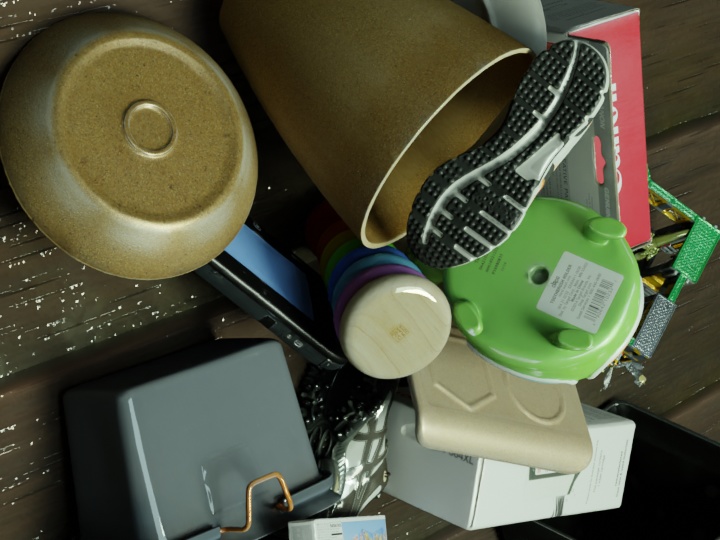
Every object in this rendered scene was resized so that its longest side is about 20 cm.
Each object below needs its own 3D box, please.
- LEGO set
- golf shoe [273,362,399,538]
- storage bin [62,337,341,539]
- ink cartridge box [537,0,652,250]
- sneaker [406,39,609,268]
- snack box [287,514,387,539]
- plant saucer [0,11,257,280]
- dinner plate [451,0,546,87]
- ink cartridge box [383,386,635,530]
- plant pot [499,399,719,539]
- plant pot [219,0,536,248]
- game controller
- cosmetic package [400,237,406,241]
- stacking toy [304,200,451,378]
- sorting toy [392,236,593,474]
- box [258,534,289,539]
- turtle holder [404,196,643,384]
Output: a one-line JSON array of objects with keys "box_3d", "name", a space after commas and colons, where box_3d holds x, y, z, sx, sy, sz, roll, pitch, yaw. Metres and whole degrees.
[{"box_3d": [0.233, 0.000, 1.753, 0.153, 0.116, 0.201, 26, 74, -14], "name": "LEGO set"}, {"box_3d": [-0.010, 0.136, 1.549, 0.094, 0.078, 0.200, 38, 78, -54], "name": "golf shoe"}, {"box_3d": [-0.122, 0.133, 1.394, 0.200, 0.145, 0.135, -19, 101, -41], "name": "storage bin"}, {"box_3d": [0.173, -0.112, 1.515, 0.084, 0.175, 0.201, -21, 116, -31], "name": "ink cartridge box"}, {"box_3d": [0.113, -0.079, 1.376, 0.200, 0.074, 0.080, -47, 172, 10], "name": "sneaker"}, {"box_3d": [-0.013, 0.226, 1.440, 0.200, 0.024, 0.072, 22, 61, -73], "name": "snack box"}, {"box_3d": [-0.154, -0.094, 1.316, 0.200, 0.035, 0.201, 10, 70, -28], "name": "plant saucer"}, {"box_3d": [0.056, -0.203, 1.445, 0.024, 0.200, 0.201, -40, 124, -36], "name": "dinner plate"}, {"box_3d": [0.115, 0.154, 1.614, 0.200, 0.146, 0.085, -1, 104, -44], "name": "ink cartridge box"}, {"box_3d": [0.264, 0.271, 1.762, 0.199, 0.200, 0.178, -32, 130, -36], "name": "plant pot"}, {"box_3d": [-0.003, -0.151, 1.391, 0.186, 0.200, 0.186, -42, 163, -16], "name": "plant pot"}, {"box_3d": [-0.081, -0.004, 1.416, 0.200, 0.042, 0.105, 40, 30, -30], "name": "game controller"}, {"box_3d": [0.089, -0.052, 1.616, 0.200, 0.052, 0.151, -32, 122, -36], "name": "cosmetic package"}, {"box_3d": [0.000, 0.000, 1.447, 0.085, 0.200, 0.086, -8, 120, -15], "name": "stacking toy"}, {"box_3d": [0.097, 0.064, 1.526, 0.185, 0.036, 0.201, 14, 54, -36], "name": "sorting toy"}, {"box_3d": [-0.117, 0.300, 1.370, 0.200, 0.079, 0.142, -34, 117, -40], "name": "box"}, {"box_3d": [0.124, 0.022, 1.436, 0.132, 0.185, 0.141, 59, 27, -66], "name": "turtle holder"}]
